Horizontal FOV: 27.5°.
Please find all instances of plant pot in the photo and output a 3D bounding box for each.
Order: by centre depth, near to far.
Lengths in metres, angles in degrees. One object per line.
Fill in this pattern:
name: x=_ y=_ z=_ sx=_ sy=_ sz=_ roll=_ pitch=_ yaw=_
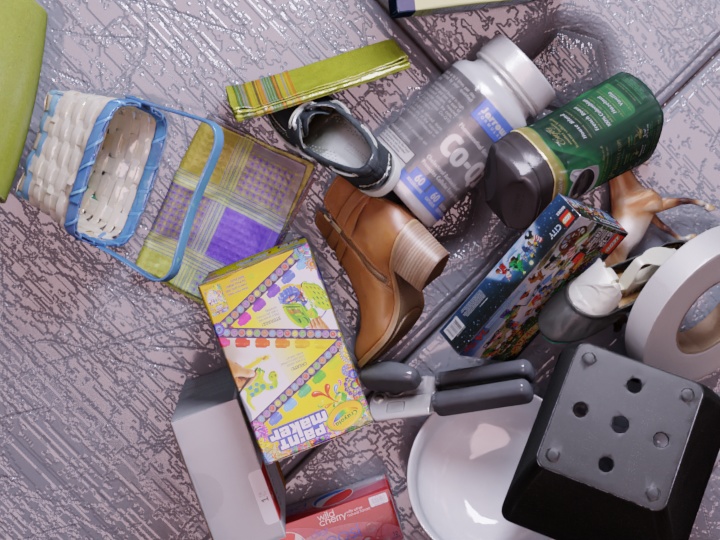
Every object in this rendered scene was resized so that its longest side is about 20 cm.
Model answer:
plant pot: x=0.264 y=0.182 z=1.515 sx=0.197 sy=0.178 sz=0.202 roll=20 pitch=75 yaw=15
plant pot: x=-0.415 y=-0.203 z=1.549 sx=0.185 sy=0.187 sz=0.202 roll=26 pitch=81 yaw=-6

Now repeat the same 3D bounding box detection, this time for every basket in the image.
basket: x=-0.251 y=-0.104 z=1.564 sx=0.198 sy=0.139 sz=0.178 roll=26 pitch=97 yaw=25

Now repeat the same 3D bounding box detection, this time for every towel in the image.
towel: x=-0.049 y=-0.210 z=1.590 sx=0.197 sy=0.086 sz=0.018 roll=-18 pitch=121 yaw=-5
towel: x=-0.152 y=-0.060 z=1.644 sx=0.142 sy=0.023 sz=0.202 roll=28 pitch=95 yaw=-7

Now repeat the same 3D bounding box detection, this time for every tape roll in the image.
tape roll: x=0.379 y=0.039 z=1.613 sx=0.201 sy=0.037 sz=0.205 roll=-22 pitch=136 yaw=-22

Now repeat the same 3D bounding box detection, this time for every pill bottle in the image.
pill bottle: x=0.109 y=-0.154 z=1.597 sx=0.200 sy=0.114 sz=0.114 roll=-44 pitch=97 yaw=4

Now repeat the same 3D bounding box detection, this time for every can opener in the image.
can opener: x=0.094 y=0.130 z=1.621 sx=0.197 sy=0.053 sz=0.067 roll=-7 pitch=140 yaw=22

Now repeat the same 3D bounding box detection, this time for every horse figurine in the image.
horse figurine: x=0.309 y=-0.031 z=1.656 sx=0.131 sy=0.050 sz=0.202 roll=24 pitch=94 yaw=-11

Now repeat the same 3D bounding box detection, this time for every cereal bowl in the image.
cereal bowl: x=0.152 y=0.236 z=1.650 sx=0.197 sy=0.083 sz=0.203 roll=-3 pitch=70 yaw=7

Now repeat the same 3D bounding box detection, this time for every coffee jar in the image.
coffee jar: x=0.224 y=-0.126 z=1.569 sx=0.199 sy=0.105 sz=0.086 roll=-29 pitch=62 yaw=-23

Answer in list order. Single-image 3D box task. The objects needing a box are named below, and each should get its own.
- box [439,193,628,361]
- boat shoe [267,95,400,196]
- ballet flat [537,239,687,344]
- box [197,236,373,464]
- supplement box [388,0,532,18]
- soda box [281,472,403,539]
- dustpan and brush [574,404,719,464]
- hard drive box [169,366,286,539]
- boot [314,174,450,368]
box: x=0.189 y=0.012 z=1.594 sx=0.200 sy=0.136 sz=0.038 roll=-50 pitch=61 yaw=17
boat shoe: x=-0.038 y=-0.151 z=1.567 sx=0.199 sy=0.060 sz=0.076 roll=32 pitch=88 yaw=33
ballet flat: x=0.277 y=0.013 z=1.585 sx=0.198 sy=0.069 sz=0.068 roll=-24 pitch=57 yaw=-21
box: x=-0.079 y=0.077 z=1.549 sx=0.121 sy=0.200 sz=0.195 roll=-20 pitch=95 yaw=-2
supplement box: x=0.122 y=-0.380 z=1.556 sx=0.197 sy=0.134 sz=0.203 roll=-6 pitch=98 yaw=-2
soda box: x=-0.053 y=0.298 z=1.672 sx=0.198 sy=0.070 sz=0.064 roll=-19 pitch=99 yaw=0
dustpan and brush: x=0.317 y=0.202 z=1.681 sx=0.199 sy=0.057 sz=0.140 roll=34 pitch=95 yaw=-6
hard drive box: x=-0.139 y=0.201 z=1.590 sx=0.076 sy=0.200 sz=0.158 roll=-19 pitch=99 yaw=0
boot: x=0.000 y=0.000 z=1.629 sx=0.155 sy=0.076 sz=0.201 roll=40 pitch=135 yaw=15
